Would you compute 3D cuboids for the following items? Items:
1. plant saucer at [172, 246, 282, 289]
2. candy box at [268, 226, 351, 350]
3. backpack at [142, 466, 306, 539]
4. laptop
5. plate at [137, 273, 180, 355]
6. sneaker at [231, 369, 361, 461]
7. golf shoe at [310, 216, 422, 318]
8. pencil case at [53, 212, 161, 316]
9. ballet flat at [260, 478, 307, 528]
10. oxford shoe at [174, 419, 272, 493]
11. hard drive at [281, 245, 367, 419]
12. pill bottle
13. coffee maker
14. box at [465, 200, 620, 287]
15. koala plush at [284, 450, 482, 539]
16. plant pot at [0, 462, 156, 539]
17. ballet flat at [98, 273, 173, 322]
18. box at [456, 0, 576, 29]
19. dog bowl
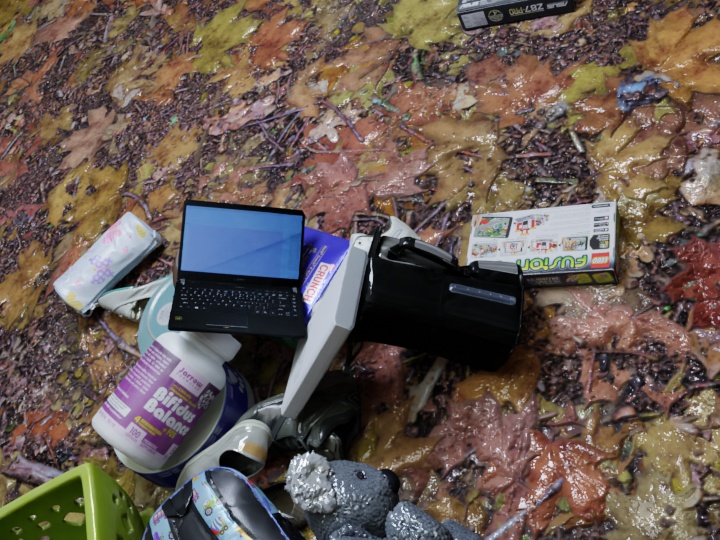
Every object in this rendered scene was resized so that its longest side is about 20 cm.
[{"bbox_3d":[-0.196,-0.030,1.172,0.200,0.035,0.200,-10,45,10],"label":"plant saucer"},{"bbox_3d":[-0.111,0.018,1.186,0.200,0.077,0.169,19,68,37],"label":"candy box"},{"bbox_3d":[-0.155,0.347,0.928,0.183,0.135,0.200,-43,58,-3],"label":"backpack"},{"bbox_3d":[-0.161,-0.005,1.054,0.177,0.103,0.200,4,26,-9],"label":"laptop"},{"bbox_3d":[-0.258,0.057,1.171,0.200,0.026,0.200,-15,51,19],"label":"plate"},{"bbox_3d":[-0.086,0.221,1.033,0.199,0.076,0.114,-25,43,4],"label":"sneaker"},{"bbox_3d":[0.000,0.000,1.109,0.200,0.078,0.097,-33,80,-18],"label":"golf shoe"},{"bbox_3d":[-0.449,-0.012,1.384,0.200,0.083,0.091,-47,48,-9],"label":"pencil case"},{"bbox_3d":[-0.133,0.313,1.014,0.200,0.046,0.067,-22,51,13],"label":"ballet flat"},{"bbox_3d":[-0.185,0.270,1.017,0.200,0.075,0.058,-46,25,28],"label":"oxford shoe"},{"bbox_3d":[-0.047,0.081,0.975,0.027,0.200,0.132,21,44,-9],"label":"hard drive"},{"bbox_3d":[-0.252,0.155,1.040,0.112,0.112,0.200,27,74,38],"label":"pill bottle"},{"bbox_3d":[0.092,0.061,0.974,0.200,0.135,0.192,14,82,-2],"label":"coffee maker"},{"bbox_3d":[0.245,-0.032,1.056,0.200,0.035,0.110,-3,57,26],"label":"box"},{"bbox_3d":[0.002,0.294,0.871,0.184,0.177,0.200,-44,55,3],"label":"koala plush"},{"bbox_3d":[-0.360,0.396,0.990,0.200,0.182,0.199,-28,50,8],"label":"plant pot"},{"bbox_3d":[-0.358,0.053,1.310,0.200,0.069,0.070,-15,53,18],"label":"ballet flat"},{"bbox_3d":[0.277,-0.507,1.359,0.200,0.049,0.161,-3,59,27],"label":"box"},{"bbox_3d":[-0.258,0.212,1.130,0.200,0.079,0.200,-14,53,19],"label":"dog bowl"}]
